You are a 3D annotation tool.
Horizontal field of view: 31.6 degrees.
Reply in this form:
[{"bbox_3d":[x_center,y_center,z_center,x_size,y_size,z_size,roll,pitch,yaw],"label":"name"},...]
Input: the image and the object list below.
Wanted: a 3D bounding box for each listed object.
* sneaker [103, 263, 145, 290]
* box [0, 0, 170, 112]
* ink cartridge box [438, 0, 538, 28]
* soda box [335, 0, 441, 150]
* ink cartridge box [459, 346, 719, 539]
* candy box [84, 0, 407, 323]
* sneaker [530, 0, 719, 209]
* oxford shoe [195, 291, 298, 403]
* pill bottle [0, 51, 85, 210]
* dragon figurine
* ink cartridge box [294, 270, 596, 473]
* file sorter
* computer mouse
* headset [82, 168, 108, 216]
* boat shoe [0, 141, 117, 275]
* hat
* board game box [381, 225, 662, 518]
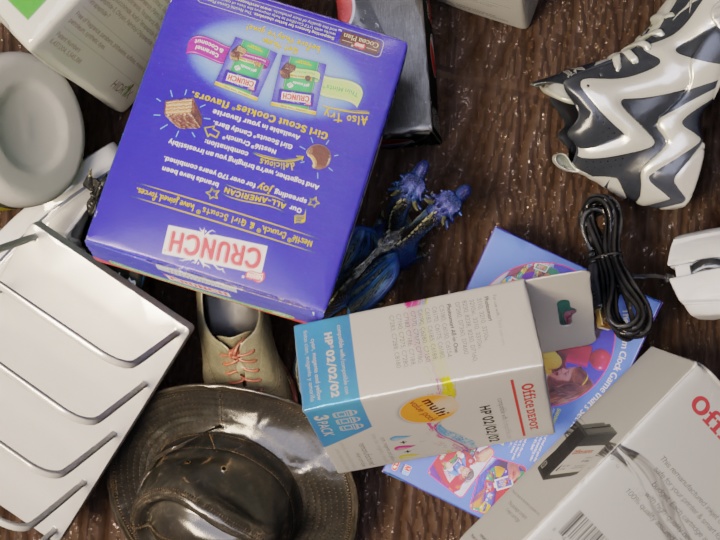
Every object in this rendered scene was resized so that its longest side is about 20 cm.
[{"bbox_3d":[-0.225,0.048,0.963,0.082,0.073,0.200,27,98,-13],"label":"sneaker"},{"bbox_3d":[-0.214,-0.259,0.938,0.199,0.200,0.171,44,91,9],"label":"box"},{"bbox_3d":[0.103,-0.272,0.895,0.083,0.200,0.145,21,89,9],"label":"ink cartridge box"},{"bbox_3d":[0.018,-0.195,0.971,0.071,0.063,0.201,-5,85,7],"label":"soda box"},{"bbox_3d":[0.193,0.175,0.882,0.200,0.084,0.145,-44,102,-4],"label":"ink cartridge box"},{"bbox_3d":[-0.076,-0.080,0.880,0.169,0.077,0.200,18,77,0],"label":"candy box"},{"bbox_3d":[0.195,-0.153,0.934,0.129,0.079,0.200,12,98,0],"label":"sneaker"},{"bbox_3d":[-0.093,0.072,0.960,0.070,0.075,0.201,-13,88,4],"label":"oxford shoe"},{"bbox_3d":[-0.314,-0.097,0.959,0.200,0.112,0.113,-3,85,34],"label":"pill bottle"},{"bbox_3d":[0.000,0.000,0.941,0.200,0.099,0.059,-45,81,3],"label":"dragon figurine"},{"bbox_3d":[0.066,0.071,0.866,0.199,0.115,0.068,-12,59,6],"label":"ink cartridge box"},{"bbox_3d":[-0.239,0.093,0.883,0.139,0.125,0.200,34,104,2],"label":"file sorter"},{"bbox_3d":[0.259,-0.003,0.909,0.199,0.044,0.110,0,61,-6],"label":"computer mouse"},{"bbox_3d":[-0.106,-0.079,0.965,0.200,0.094,0.124,-14,79,-23],"label":"headset"},{"bbox_3d":[-0.249,-0.016,0.999,0.200,0.074,0.065,-42,98,6],"label":"boat shoe"},{"bbox_3d":[-0.105,0.177,0.926,0.200,0.081,0.201,4,109,12],"label":"hat"},{"bbox_3d":[0.119,0.087,0.947,0.134,0.045,0.200,25,90,9],"label":"board game box"}]
